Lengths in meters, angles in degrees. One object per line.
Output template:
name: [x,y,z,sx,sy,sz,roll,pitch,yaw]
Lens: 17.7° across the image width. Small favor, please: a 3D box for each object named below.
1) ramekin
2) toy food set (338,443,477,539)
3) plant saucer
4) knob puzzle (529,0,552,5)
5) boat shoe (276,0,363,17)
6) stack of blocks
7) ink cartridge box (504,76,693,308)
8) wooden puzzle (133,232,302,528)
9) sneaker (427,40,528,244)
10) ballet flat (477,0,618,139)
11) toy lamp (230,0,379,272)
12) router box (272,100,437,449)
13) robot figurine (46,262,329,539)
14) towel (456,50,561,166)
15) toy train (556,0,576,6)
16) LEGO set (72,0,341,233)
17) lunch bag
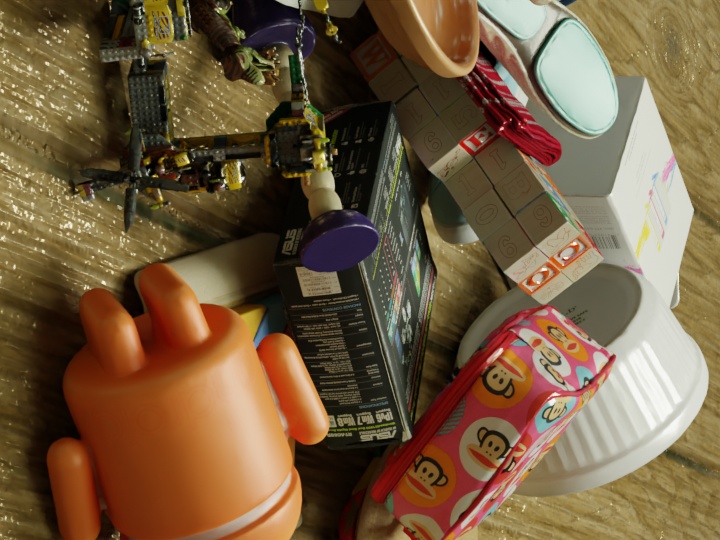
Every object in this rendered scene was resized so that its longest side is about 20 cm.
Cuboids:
ramekin: [0.165,0.078,1.813,0.095,0.201,0.203,62,38,-27]
toy food set: [0.035,0.214,1.711,0.198,0.048,0.201,-54,138,-49]
plant saucer: [0.025,-0.218,1.490,0.200,0.037,0.201,-15,90,-72]
knob puzzle: [0.121,-0.286,1.648,0.219,0.030,0.221,20,59,-38]
boat shoe: [-0.024,-0.207,1.488,0.064,0.071,0.200,-52,175,13]
stack of blocks: [0.083,-0.082,1.648,0.201,0.058,0.115,58,11,27]
ink cartridge box: [0.188,-0.049,1.912,0.200,0.128,0.126,61,40,-47]
wooden puzzle: [-0.082,0.087,1.480,0.185,0.037,0.202,-20,109,-61]
sneaker: [0.079,-0.115,1.765,0.082,0.074,0.201,51,38,-42]
ballet flat: [0.119,-0.175,1.684,0.068,0.062,0.200,-49,124,-10]
toy lamp: [-0.040,-0.097,1.453,0.058,0.058,0.201,40,26,-58]
router box: [0.000,0.000,1.558,0.200,0.062,0.151,-77,155,-56]
robot figurine: [-0.103,0.100,1.343,0.144,0.116,0.201,-43,122,-47]
towel: [0.069,-0.162,1.629,0.200,0.022,0.145,55,10,16]
toy train: [0.093,-0.275,1.695,0.200,0.086,0.115,40,41,-30]
LEGO set: [-0.086,-0.121,1.326,0.116,0.153,0.201,-93,-174,-69]
lunch bag: [0.088,0.117,1.601,0.177,0.082,0.200,-54,169,17]
